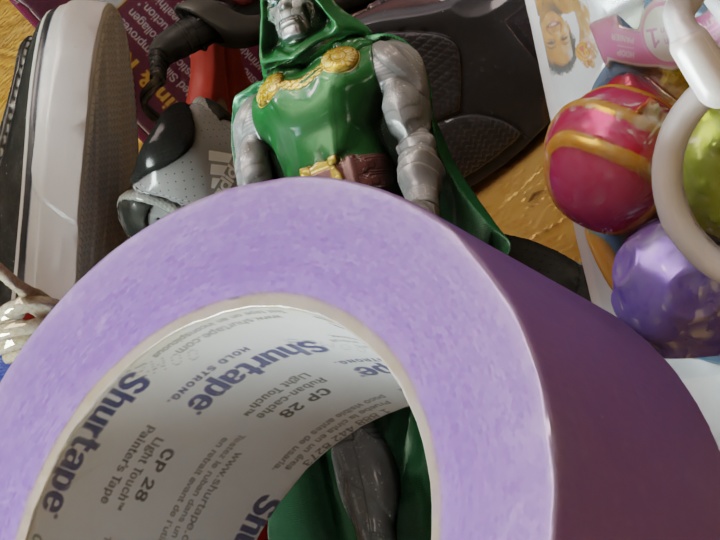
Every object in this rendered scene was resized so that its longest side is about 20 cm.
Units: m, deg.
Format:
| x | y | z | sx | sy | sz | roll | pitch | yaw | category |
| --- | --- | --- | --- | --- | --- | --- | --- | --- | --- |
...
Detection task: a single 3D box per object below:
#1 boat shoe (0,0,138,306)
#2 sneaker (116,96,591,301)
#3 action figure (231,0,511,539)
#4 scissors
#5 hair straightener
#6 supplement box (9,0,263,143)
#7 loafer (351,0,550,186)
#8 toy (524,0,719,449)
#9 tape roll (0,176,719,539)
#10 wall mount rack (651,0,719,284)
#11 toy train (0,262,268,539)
| x | y | z | sx | sy | sz | roll | pitch | yaw | category |
| --- | --- | --- | --- | --- | --- | --- | --- | --- | --- |
| -0.122 | 0.005 | 0.944 | 0.072 | 0.071 | 0.200 | 0 | -82 | -78 | boat shoe |
| -0.017 | -0.006 | 0.877 | 0.200 | 0.116 | 0.075 | 0 | 49 | 54 | sneaker |
| 0.000 | 0.000 | 0.808 | 0.118 | 0.055 | 0.200 | -22 | 67 | 19 | action figure |
| -0.056 | -0.102 | 1.013 | 0.014 | 0.200 | 0.073 | 3 | 30 | 17 | scissors |
| 0.009 | -0.094 | 1.002 | 0.200 | 0.077 | 0.041 | -29 | -3 | -22 | hair straightener |
| -0.041 | -0.148 | 1.104 | 0.200 | 0.131 | 0.103 | -43 | 25 | 0 | supplement box |
| 0.043 | -0.080 | 0.970 | 0.200 | 0.072 | 0.063 | -31 | 15 | 9 | loafer |
| 0.080 | -0.035 | 0.712 | 0.047 | 0.200 | 0.115 | -11 | 2 | -41 | toy |
| -0.011 | 0.083 | 0.690 | 0.200 | 0.085 | 0.200 | -17 | 62 | 33 | tape roll |
| 0.164 | -0.021 | 0.618 | 0.200 | 0.174 | 0.075 | -31 | 10 | 23 | wall mount rack |
| -0.101 | 0.075 | 0.806 | 0.085 | 0.200 | 0.116 | 27 | 80 | 27 | toy train |
